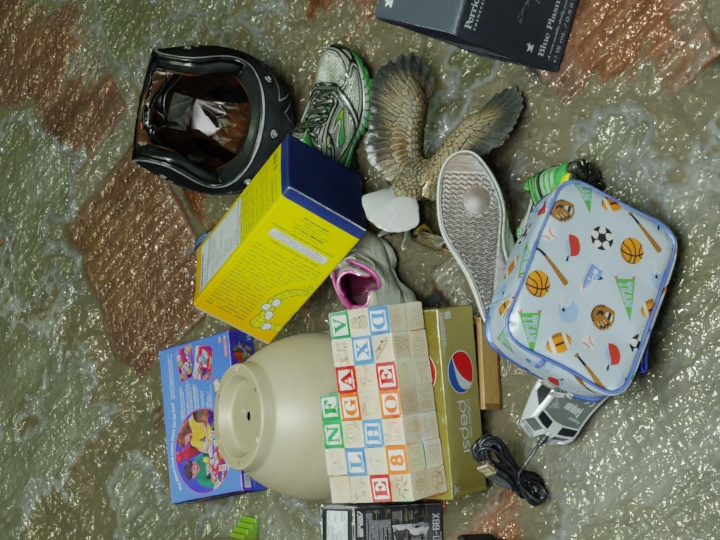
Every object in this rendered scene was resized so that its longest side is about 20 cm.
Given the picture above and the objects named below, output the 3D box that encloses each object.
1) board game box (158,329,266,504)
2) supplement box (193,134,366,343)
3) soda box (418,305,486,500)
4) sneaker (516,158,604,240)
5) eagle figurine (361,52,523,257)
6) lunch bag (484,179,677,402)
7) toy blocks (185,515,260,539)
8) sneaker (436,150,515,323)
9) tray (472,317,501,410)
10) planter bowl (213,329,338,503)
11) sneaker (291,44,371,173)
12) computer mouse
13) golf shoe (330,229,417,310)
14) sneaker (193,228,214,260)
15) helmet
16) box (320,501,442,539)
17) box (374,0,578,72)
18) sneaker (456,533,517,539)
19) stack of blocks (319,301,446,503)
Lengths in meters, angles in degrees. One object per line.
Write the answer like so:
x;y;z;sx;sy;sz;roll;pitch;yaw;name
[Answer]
-0.191;0.189;1.787;0.134;0.045;0.202;-16;74;38;board game box
-0.094;-0.034;1.601;0.200;0.109;0.109;-48;27;29;supplement box
0.084;0.140;1.494;0.067;0.064;0.202;-5;90;41;soda box
0.205;-0.011;1.459;0.085;0.078;0.202;-8;71;47;sneaker
0.074;-0.128;1.547;0.151;0.150;0.202;43;119;57;eagle figurine
0.218;0.025;1.360;0.201;0.159;0.076;-65;9;-17;lunch bag
-0.181;0.404;1.691;0.099;0.136;0.202;4;88;41;toy blocks
0.129;-0.029;1.490;0.072;0.085;0.202;-15;94;8;sneaker
0.067;0.114;1.579;0.199;0.037;0.100;-10;79;41;tray
-0.086;0.169;1.607;0.200;0.134;0.203;-6;83;57;planter bowl
-0.039;-0.170;1.664;0.078;0.085;0.202;5;88;41;sneaker
0.201;0.142;1.435;0.201;0.109;0.044;-53;27;9;computer mouse
0.000;0.000;1.598;0.075;0.091;0.200;-47;42;11;golf shoe
-0.136;-0.016;1.749;0.199;0.075;0.079;-4;85;42;sneaker
-0.177;-0.184;1.727;0.200;0.189;0.202;-169;90;-76;helmet
0.027;0.352;1.505;0.049;0.157;0.202;-7;81;39;box
0.140;-0.329;1.462;0.117;0.199;0.199;22;99;40;box
0.119;0.356;1.481;0.200;0.076;0.115;-50;54;21;sneaker
0.017;0.140;1.471;0.114;0.058;0.202;-9;87;41;stack of blocks
